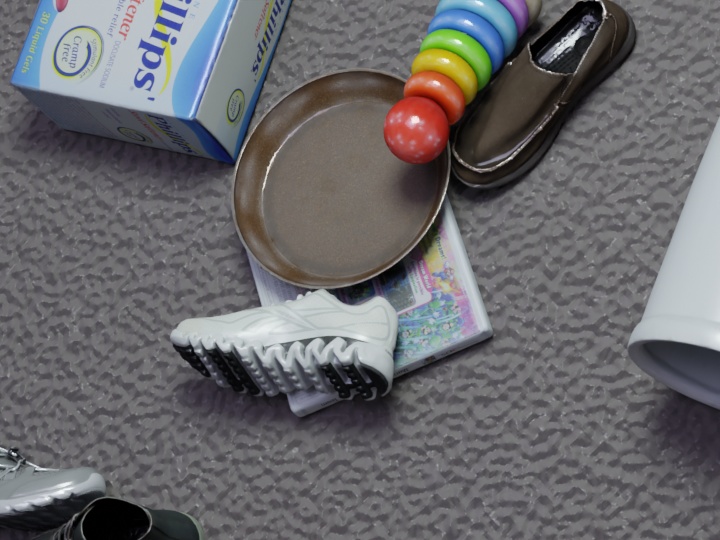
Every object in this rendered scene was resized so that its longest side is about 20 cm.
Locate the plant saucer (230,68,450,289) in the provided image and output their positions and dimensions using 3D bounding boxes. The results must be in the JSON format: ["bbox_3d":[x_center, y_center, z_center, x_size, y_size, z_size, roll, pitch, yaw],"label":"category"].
[{"bbox_3d":[-0.014,-0.074,1.694,0.198,0.032,0.202,-8,67,18],"label":"plant saucer"}]

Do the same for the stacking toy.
[{"bbox_3d":[0.075,-0.168,1.657,0.085,0.086,0.201,15,58,25],"label":"stacking toy"}]

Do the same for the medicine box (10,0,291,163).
[{"bbox_3d":[-0.183,-0.213,1.796,0.198,0.103,0.184,12,76,25],"label":"medicine box"}]

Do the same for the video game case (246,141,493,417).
[{"bbox_3d":[0.000,0.000,1.691,0.181,0.024,0.202,-23,63,12],"label":"video game case"}]

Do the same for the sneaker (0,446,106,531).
[{"bbox_3d":[-0.310,0.178,1.715,0.198,0.075,0.083,-7,70,20],"label":"sneaker"}]

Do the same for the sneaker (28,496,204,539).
[{"bbox_3d":[-0.238,0.229,1.651,0.198,0.106,0.075,-19,65,14],"label":"sneaker"}]

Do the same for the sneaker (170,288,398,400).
[{"bbox_3d":[-0.060,0.056,1.646,0.198,0.075,0.082,4,58,20],"label":"sneaker"}]

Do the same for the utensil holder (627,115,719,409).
[{"bbox_3d":[0.311,-0.004,1.492,0.169,0.170,0.202,16,74,25],"label":"utensil holder"}]

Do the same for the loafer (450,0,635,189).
[{"bbox_3d":[0.142,-0.156,1.665,0.073,0.071,0.200,39,88,28],"label":"loafer"}]
